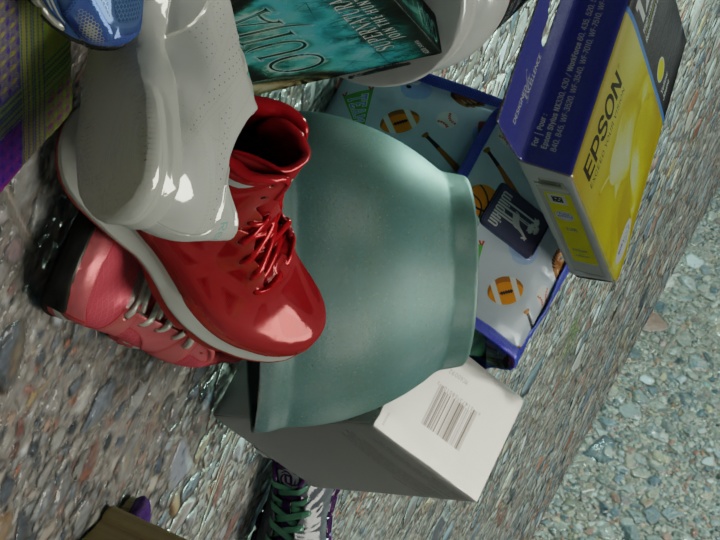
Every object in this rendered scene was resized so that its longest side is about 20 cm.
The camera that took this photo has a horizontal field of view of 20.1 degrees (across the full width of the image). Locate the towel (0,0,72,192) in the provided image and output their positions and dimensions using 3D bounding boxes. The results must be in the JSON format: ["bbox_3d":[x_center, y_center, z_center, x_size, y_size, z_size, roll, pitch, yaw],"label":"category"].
[{"bbox_3d":[-0.184,-0.066,0.875,0.144,0.023,0.200,96,21,-45],"label":"towel"}]

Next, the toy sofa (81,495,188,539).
[{"bbox_3d":[-0.151,0.255,1.340,0.098,0.083,0.201,-43,151,-56],"label":"toy sofa"}]

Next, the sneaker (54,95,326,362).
[{"bbox_3d":[-0.056,-0.020,1.045,0.200,0.115,0.079,40,53,-40],"label":"sneaker"}]

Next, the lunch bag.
[{"bbox_3d":[0.053,-0.039,1.408,0.170,0.199,0.124,-61,164,-22],"label":"lunch bag"}]

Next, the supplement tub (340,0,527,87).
[{"bbox_3d":[0.044,-0.205,1.249,0.200,0.140,0.141,-47,155,-54],"label":"supplement tub"}]

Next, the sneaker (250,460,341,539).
[{"bbox_3d":[-0.060,0.193,1.629,0.088,0.074,0.201,39,63,-64],"label":"sneaker"}]

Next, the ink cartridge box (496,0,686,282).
[{"bbox_3d":[0.157,-0.125,1.315,0.200,0.047,0.198,59,47,-59],"label":"ink cartridge box"}]

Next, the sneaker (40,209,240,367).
[{"bbox_3d":[-0.109,0.011,1.125,0.200,0.087,0.074,40,72,-75],"label":"sneaker"}]

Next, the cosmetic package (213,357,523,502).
[{"bbox_3d":[0.002,0.096,1.399,0.108,0.200,0.085,38,69,-29],"label":"cosmetic package"}]

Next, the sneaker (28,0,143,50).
[{"bbox_3d":[-0.094,-0.187,0.852,0.079,0.089,0.201,-38,141,-60],"label":"sneaker"}]

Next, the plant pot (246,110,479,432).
[{"bbox_3d":[0.000,0.000,1.244,0.200,0.134,0.201,-179,-90,-84],"label":"plant pot"}]

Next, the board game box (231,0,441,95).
[{"bbox_3d":[-0.042,-0.133,1.073,0.200,0.135,0.028,27,52,-74],"label":"board game box"}]

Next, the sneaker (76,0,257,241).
[{"bbox_3d":[-0.082,-0.109,0.950,0.088,0.075,0.201,18,70,-44],"label":"sneaker"}]
